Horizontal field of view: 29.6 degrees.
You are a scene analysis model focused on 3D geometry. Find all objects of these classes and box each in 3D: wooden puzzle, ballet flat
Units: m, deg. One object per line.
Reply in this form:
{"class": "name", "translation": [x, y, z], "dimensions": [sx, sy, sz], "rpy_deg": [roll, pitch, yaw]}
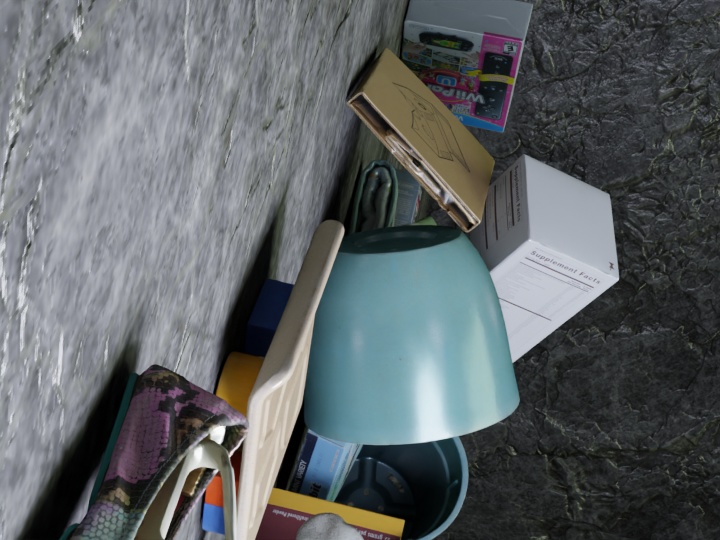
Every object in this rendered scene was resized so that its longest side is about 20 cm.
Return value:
{"class": "wooden puzzle", "translation": [-0.067, 0.086, 0.930], "dimensions": [0.186, 0.046, 0.201], "rpy_deg": [-71, 177, -53]}
{"class": "ballet flat", "translation": [-0.087, 0.115, 0.540], "dimensions": [0.200, 0.071, 0.069], "rpy_deg": [-71, 174, -51]}

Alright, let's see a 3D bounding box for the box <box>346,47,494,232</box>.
{"class": "box", "translation": [0.062, -0.131, 1.308], "dimensions": [0.021, 0.164, 0.200], "rpy_deg": [-40, -170, 21]}

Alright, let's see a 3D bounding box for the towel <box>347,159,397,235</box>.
{"class": "towel", "translation": [0.000, 0.000, 1.521], "dimensions": [0.171, 0.048, 0.201], "rpy_deg": [99, 5, -67]}

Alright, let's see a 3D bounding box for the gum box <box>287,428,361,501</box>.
{"class": "gum box", "translation": [-0.020, 0.170, 1.431], "dimensions": [0.200, 0.044, 0.171], "rpy_deg": [-59, 170, -51]}

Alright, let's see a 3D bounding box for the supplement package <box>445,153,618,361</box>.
{"class": "supplement package", "translation": [0.148, -0.001, 1.356], "dimensions": [0.200, 0.113, 0.110], "rpy_deg": [-44, -146, 42]}

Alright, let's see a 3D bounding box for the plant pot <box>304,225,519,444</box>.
{"class": "plant pot", "translation": [0.039, 0.048, 1.240], "dimensions": [0.201, 0.199, 0.162], "rpy_deg": [-59, 144, -76]}

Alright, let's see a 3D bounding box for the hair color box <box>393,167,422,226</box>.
{"class": "hair color box", "translation": [0.029, -0.023, 1.721], "dimensions": [0.099, 0.060, 0.201], "rpy_deg": [55, 49, -84]}

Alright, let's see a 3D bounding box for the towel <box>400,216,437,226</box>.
{"class": "towel", "translation": [0.056, 0.028, 1.443], "dimensions": [0.200, 0.031, 0.150], "rpy_deg": [-27, 103, -59]}

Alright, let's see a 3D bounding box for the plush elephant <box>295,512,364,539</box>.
{"class": "plush elephant", "translation": [-0.056, 0.280, 1.067], "dimensions": [0.200, 0.164, 0.156], "rpy_deg": [-4, -69, 62]}

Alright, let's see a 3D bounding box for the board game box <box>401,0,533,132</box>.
{"class": "board game box", "translation": [0.126, -0.264, 1.708], "dimensions": [0.200, 0.147, 0.065], "rpy_deg": [92, 11, -65]}

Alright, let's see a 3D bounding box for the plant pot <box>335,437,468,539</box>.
{"class": "plant pot", "translation": [0.021, 0.288, 1.790], "dimensions": [0.196, 0.199, 0.201], "rpy_deg": [113, -8, -63]}

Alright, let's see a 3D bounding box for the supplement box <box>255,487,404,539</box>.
{"class": "supplement box", "translation": [-0.049, 0.346, 1.295], "dimensions": [0.200, 0.132, 0.198], "rpy_deg": [96, 8, -58]}

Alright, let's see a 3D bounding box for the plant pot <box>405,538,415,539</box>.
{"class": "plant pot", "translation": [0.079, 0.342, 1.147], "dimensions": [0.200, 0.140, 0.142], "rpy_deg": [-51, 154, -78]}
